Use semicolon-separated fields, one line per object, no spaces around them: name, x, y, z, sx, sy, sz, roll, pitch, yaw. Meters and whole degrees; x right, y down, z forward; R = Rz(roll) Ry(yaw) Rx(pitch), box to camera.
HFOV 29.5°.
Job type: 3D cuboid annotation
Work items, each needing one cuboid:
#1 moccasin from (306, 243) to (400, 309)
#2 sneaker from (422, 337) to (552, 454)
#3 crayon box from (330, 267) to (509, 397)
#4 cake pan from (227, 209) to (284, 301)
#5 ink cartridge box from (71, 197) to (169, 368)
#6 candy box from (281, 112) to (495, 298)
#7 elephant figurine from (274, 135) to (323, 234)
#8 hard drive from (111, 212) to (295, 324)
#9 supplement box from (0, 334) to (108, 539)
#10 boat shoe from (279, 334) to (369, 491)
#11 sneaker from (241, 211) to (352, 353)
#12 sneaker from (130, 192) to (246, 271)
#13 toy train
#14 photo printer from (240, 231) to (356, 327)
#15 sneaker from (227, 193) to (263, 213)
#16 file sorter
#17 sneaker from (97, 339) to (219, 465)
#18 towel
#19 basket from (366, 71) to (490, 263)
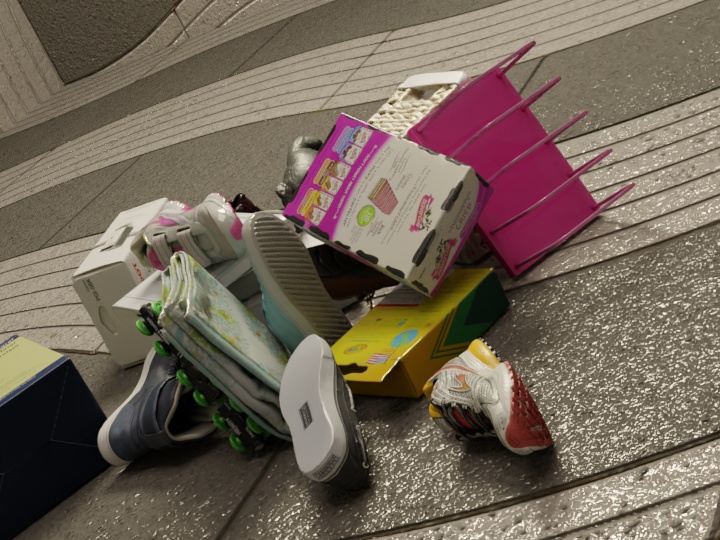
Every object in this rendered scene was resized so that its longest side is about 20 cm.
moccasin;0.001;0.001;1.580;0.201;0.074;0.078;-19;-23;-40
sneaker;0.109;0.125;1.209;0.082;0.078;0.200;-32;11;-4
crayon box;0.048;0.072;1.426;0.127;0.051;0.200;-1;32;49
cake pan;-0.164;-0.006;1.686;0.200;0.037;0.200;-23;23;11
ink cartridge box;-0.291;0.014;1.841;0.083;0.147;0.200;-17;23;18
candy box;0.028;-0.073;1.467;0.200;0.061;0.137;28;86;40
elephant figurine;0.004;-0.111;1.786;0.199;0.142;0.156;2;52;7
hard drive;-0.186;-0.002;1.620;0.200;0.027;0.132;-40;26;-29
supplement box;-0.415;0.194;1.577;0.200;0.135;0.200;-36;23;-24
boat shoe;-0.033;0.139;1.312;0.069;0.057;0.200;-46;28;20
sneaker;-0.085;0.031;1.477;0.082;0.200;0.074;-16;22;37
sneaker;-0.195;-0.030;1.566;0.088;0.082;0.200;-43;20;-29
toy train;-0.160;0.108;1.432;0.042;0.200;0.056;-47;-15;22
photo printer;-0.110;0.031;1.689;0.199;0.070;0.166;-28;22;0
sneaker;-0.115;-0.068;1.864;0.200;0.116;0.076;-30;21;-8
file sorter;0.178;-0.123;1.475;0.139;0.200;0.125;-35;-1;-23
sneaker;-0.193;0.127;1.530;0.146;0.077;0.203;-24;27;41
towel;-0.130;0.077;1.427;0.048;0.200;0.171;-41;20;10
basket;0.098;-0.118;1.615;0.123;0.200;0.135;-40;23;-21
